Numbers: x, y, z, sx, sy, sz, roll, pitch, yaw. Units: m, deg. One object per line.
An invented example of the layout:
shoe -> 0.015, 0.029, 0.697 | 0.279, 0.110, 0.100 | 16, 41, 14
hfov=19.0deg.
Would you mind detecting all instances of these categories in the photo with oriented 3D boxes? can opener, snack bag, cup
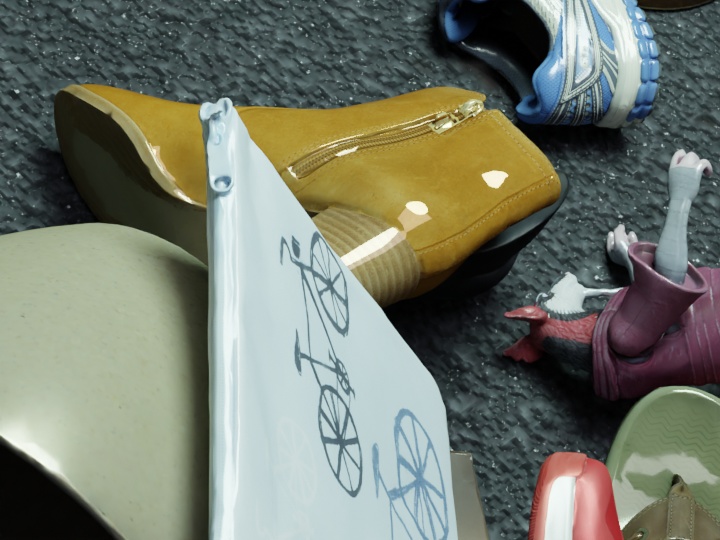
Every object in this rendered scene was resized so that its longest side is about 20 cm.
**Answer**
can opener -> 0.000, 0.000, 0.937 | 0.199, 0.079, 0.064 | -27, 71, -27
snack bag -> -0.008, 0.072, 0.701 | 0.021, 0.200, 0.190 | -16, 50, 17
cup -> -0.102, 0.066, 0.710 | 0.200, 0.201, 0.143 | 32, 46, 3

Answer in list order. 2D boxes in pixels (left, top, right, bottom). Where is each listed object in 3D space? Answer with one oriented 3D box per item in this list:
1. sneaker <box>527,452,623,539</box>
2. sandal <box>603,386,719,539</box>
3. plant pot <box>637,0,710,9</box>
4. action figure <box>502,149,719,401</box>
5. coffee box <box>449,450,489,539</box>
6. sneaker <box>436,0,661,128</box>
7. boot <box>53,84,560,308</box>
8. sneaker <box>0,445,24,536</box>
sneaker -> 0.121, 0.165, 0.793 | 0.114, 0.078, 0.202 | -4, 84, 6
sandal -> 0.128, 0.137, 0.858 | 0.079, 0.057, 0.202 | 11, 61, 3
plant pot -> 0.170, -0.276, 1.147 | 0.185, 0.200, 0.188 | 13, 49, -15
action figure -> 0.163, 0.030, 0.960 | 0.198, 0.134, 0.150 | -10, 77, 8
coffee box -> -0.004, 0.167, 0.783 | 0.112, 0.080, 0.201 | 5, 52, -22
sneaker -> 0.073, -0.155, 1.089 | 0.085, 0.077, 0.201 | -15, 60, -29
boot -> -0.024, -0.047, 0.919 | 0.144, 0.071, 0.201 | -29, 45, -31
sneaker -> -0.174, 0.037, 0.822 | 0.073, 0.082, 0.202 | 10, 68, -30
